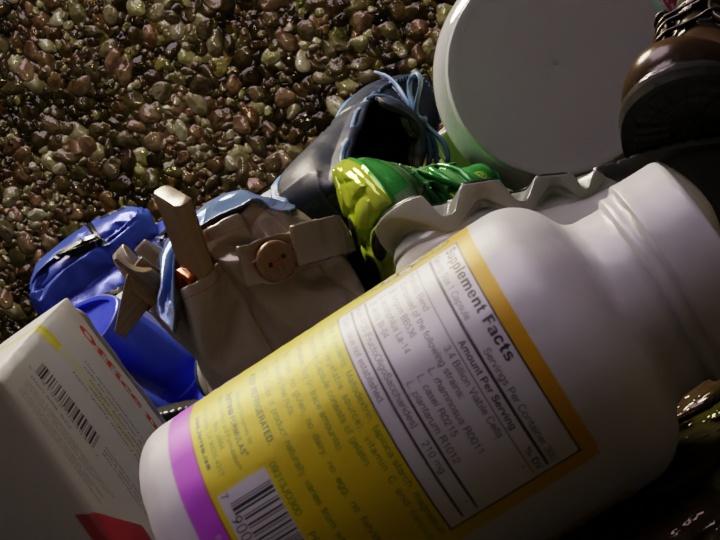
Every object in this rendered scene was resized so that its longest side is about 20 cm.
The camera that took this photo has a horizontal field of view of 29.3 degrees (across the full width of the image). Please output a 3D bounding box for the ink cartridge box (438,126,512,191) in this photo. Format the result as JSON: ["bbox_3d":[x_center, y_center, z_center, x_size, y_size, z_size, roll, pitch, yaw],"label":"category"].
[{"bbox_3d":[0.097,-0.098,1.129,0.199,0.076,0.148,-28,10,29],"label":"ink cartridge box"}]

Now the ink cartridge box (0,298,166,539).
[{"bbox_3d":[-0.145,0.108,0.662,0.083,0.146,0.200,-34,8,3],"label":"ink cartridge box"}]

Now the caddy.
[{"bbox_3d":[-0.192,0.111,0.951,0.199,0.105,0.142,-30,37,25],"label":"caddy"}]

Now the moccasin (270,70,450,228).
[{"bbox_3d":[0.018,-0.075,0.884,0.068,0.081,0.200,-25,19,35],"label":"moccasin"}]

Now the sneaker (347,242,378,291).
[{"bbox_3d":[0.000,0.000,0.912,0.120,0.084,0.200,-18,10,45],"label":"sneaker"}]

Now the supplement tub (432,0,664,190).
[{"bbox_3d":[0.119,-0.119,0.851,0.144,0.145,0.200,-32,-1,8],"label":"supplement tub"}]

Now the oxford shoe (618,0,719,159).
[{"bbox_3d":[0.156,-0.092,0.643,0.072,0.085,0.200,-18,-5,22],"label":"oxford shoe"}]

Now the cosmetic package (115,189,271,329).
[{"bbox_3d":[-0.116,0.036,1.073,0.199,0.113,0.081,-34,9,-8],"label":"cosmetic package"}]

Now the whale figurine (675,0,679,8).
[{"bbox_3d":[0.258,-0.159,0.768,0.159,0.104,0.200,-37,7,-25],"label":"whale figurine"}]

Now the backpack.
[{"bbox_3d":[-0.178,0.023,1.200,0.199,0.168,0.162,-31,15,-10],"label":"backpack"}]

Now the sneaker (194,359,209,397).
[{"bbox_3d":[-0.076,0.049,0.950,0.084,0.075,0.200,-21,10,27],"label":"sneaker"}]

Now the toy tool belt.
[{"bbox_3d":[-0.073,0.000,0.730,0.125,0.123,0.200,-46,13,-9],"label":"toy tool belt"}]

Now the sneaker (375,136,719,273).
[{"bbox_3d":[0.112,0.000,0.596,0.199,0.089,0.074,-13,-21,-10],"label":"sneaker"}]

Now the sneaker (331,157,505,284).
[{"bbox_3d":[0.039,-0.036,0.764,0.083,0.074,0.200,-26,-6,11],"label":"sneaker"}]

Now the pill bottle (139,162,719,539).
[{"bbox_3d":[0.033,0.049,0.461,0.199,0.105,0.104,-32,9,6],"label":"pill bottle"}]

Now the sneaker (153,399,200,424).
[{"bbox_3d":[-0.153,0.133,0.826,0.200,0.060,0.104,-40,10,8],"label":"sneaker"}]

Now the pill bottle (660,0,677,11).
[{"bbox_3d":[0.242,-0.197,1.007,0.199,0.114,0.114,-33,9,7],"label":"pill bottle"}]
